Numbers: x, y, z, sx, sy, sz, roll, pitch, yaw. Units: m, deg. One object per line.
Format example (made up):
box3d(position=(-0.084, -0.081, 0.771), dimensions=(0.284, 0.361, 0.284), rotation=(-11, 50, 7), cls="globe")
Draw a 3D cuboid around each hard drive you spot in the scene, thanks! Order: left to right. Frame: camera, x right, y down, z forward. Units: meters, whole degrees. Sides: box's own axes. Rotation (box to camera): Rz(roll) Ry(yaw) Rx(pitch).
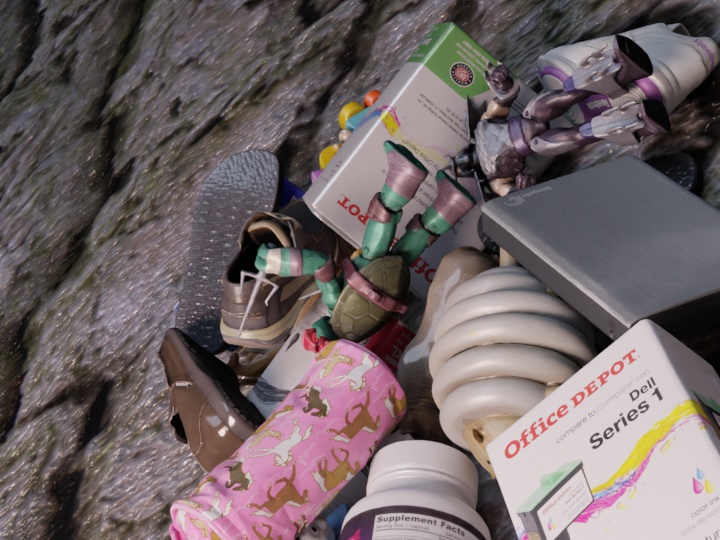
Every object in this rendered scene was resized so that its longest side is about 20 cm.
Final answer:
box3d(position=(0.194, -0.016, 1.114), dimensions=(0.139, 0.033, 0.200), rotation=(-18, 32, -19), cls="hard drive")

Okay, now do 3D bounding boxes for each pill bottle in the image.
box3d(position=(0.035, 0.224, 1.095), dimensions=(0.111, 0.111, 0.201), rotation=(-28, 36, 36), cls="pill bottle")

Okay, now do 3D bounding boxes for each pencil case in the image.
box3d(position=(-0.052, 0.141, 1.145), dimensions=(0.200, 0.083, 0.086), rotation=(-46, 6, -31), cls="pencil case")

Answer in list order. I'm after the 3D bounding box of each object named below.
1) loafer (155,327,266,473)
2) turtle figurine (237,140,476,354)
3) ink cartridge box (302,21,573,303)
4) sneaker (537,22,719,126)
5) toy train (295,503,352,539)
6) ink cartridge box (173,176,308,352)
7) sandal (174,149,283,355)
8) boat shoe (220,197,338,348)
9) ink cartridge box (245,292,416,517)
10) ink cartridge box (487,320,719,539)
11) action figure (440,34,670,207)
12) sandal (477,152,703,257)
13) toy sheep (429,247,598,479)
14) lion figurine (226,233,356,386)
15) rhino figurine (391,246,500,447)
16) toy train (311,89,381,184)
box3d(position=(-0.145, 0.112, 1.346), dimensions=(0.071, 0.073, 0.200), rotation=(-50, 26, 2), cls="loafer")
box3d(position=(0.000, 0.000, 1.243), dimensions=(0.101, 0.149, 0.200), rotation=(44, 103, 28), cls="turtle figurine")
box3d(position=(0.065, -0.092, 1.356), dimensions=(0.200, 0.145, 0.084), rotation=(-52, 13, 0), cls="ink cartridge box")
box3d(position=(0.226, -0.166, 1.319), dimensions=(0.099, 0.075, 0.200), rotation=(-35, 22, -17), cls="sneaker")
box3d(position=(-0.071, 0.257, 1.207), dimensions=(0.200, 0.114, 0.087), rotation=(-41, 31, 20), cls="toy train")
box3d(position=(-0.098, -0.021, 1.550), dimensions=(0.201, 0.076, 0.136), rotation=(-56, 2, -4), cls="ink cartridge box")
box3d(position=(-0.126, -0.020, 1.465), dimensions=(0.076, 0.043, 0.201), rotation=(21, 93, 17), cls="sandal")
box3d(position=(-0.067, -0.014, 1.350), dimensions=(0.074, 0.074, 0.200), rotation=(4, 34, 13), cls="boat shoe")
box3d(position=(-0.028, 0.126, 1.324), dimensions=(0.201, 0.083, 0.145), rotation=(-54, 29, -4), cls="ink cartridge box")
box3d(position=(0.177, 0.153, 0.957), dimensions=(0.145, 0.084, 0.201), rotation=(-41, 39, 20), cls="ink cartridge box")
box3d(position=(0.143, -0.115, 1.243), dimensions=(0.199, 0.069, 0.131), rotation=(-22, 76, 33), cls="action figure")
box3d(position=(0.186, -0.043, 1.257), dimensions=(0.199, 0.045, 0.076), rotation=(-12, 52, 30), cls="sandal")
box3d(position=(0.115, 0.064, 1.144), dimensions=(0.137, 0.138, 0.201), rotation=(-27, 42, 37), cls="toy sheep")
box3d(position=(-0.045, 0.039, 1.453), dimensions=(0.072, 0.122, 0.201), rotation=(-156, 86, -85), cls="lion figurine")
box3d(position=(0.071, 0.075, 1.232), dimensions=(0.060, 0.087, 0.201), rotation=(4, 70, 60), cls="rhino figurine")
box3d(position=(0.035, -0.097, 1.505), dimensions=(0.149, 0.056, 0.201), rotation=(5, 43, 11), cls="toy train")
